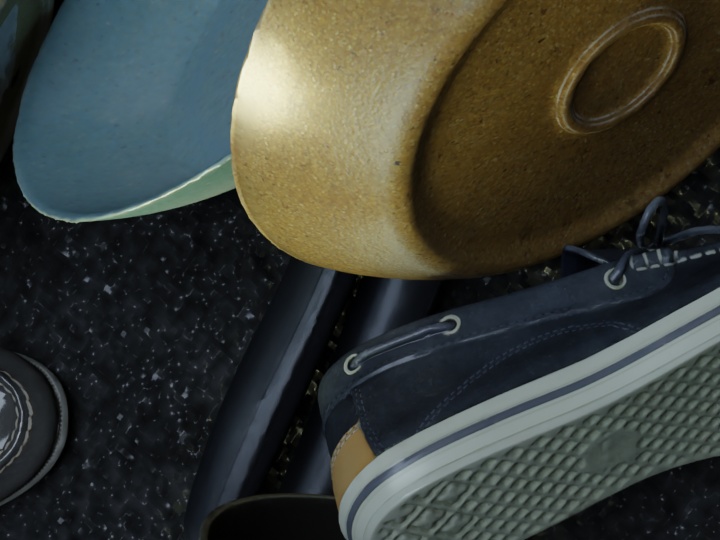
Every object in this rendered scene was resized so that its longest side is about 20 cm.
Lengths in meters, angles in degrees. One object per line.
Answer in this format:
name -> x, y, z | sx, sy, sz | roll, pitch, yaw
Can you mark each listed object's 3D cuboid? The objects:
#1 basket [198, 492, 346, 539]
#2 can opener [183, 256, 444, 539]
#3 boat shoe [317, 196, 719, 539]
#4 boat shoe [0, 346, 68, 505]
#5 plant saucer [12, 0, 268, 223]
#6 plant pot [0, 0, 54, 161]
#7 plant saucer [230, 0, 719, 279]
basket -> 0.002, 0.184, 0.705 | 0.136, 0.179, 0.201 | 41, 113, 53
can opener -> 0.000, 0.000, 0.769 | 0.063, 0.079, 0.201 | 14, 95, -19
boat shoe -> 0.079, 0.019, 0.698 | 0.199, 0.075, 0.062 | -21, 52, -11
boat shoe -> -0.194, 0.054, 0.828 | 0.199, 0.057, 0.067 | -2, 85, 20
plant saucer -> -0.019, -0.086, 0.741 | 0.201, 0.039, 0.202 | -35, 33, 26
plant pot -> -0.204, -0.089, 0.792 | 0.199, 0.187, 0.188 | 24, 95, 5
plant saucer -> 0.059, -0.062, 0.667 | 0.200, 0.200, 0.035 | -45, 60, 11
